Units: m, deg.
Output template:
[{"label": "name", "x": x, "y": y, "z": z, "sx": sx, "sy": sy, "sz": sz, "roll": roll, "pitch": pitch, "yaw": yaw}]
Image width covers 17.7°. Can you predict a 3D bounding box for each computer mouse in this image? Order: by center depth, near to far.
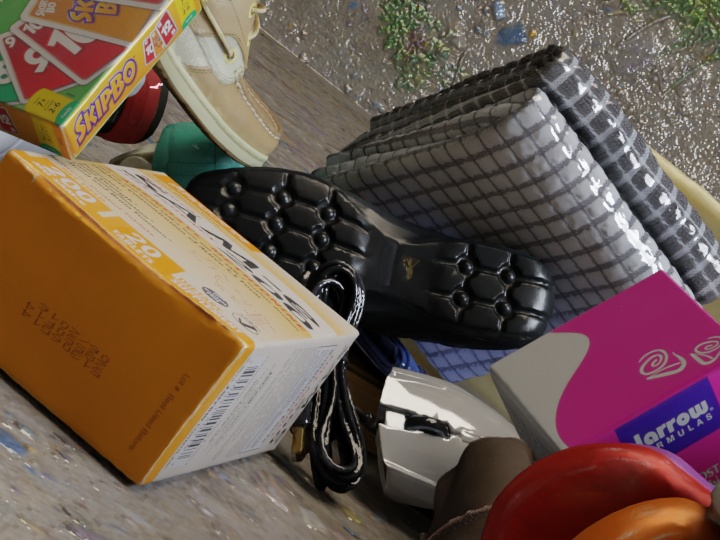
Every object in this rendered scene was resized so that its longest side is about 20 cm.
[{"label": "computer mouse", "x": 0.037, "y": 0.082, "z": 1.140, "sx": 0.200, "sy": 0.044, "sz": 0.110, "roll": 34, "pitch": 47, "yaw": -43}]

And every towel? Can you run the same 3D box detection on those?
[{"label": "towel", "x": 0.084, "y": -0.026, "z": 1.254, "sx": 0.200, "sy": 0.086, "sz": 0.166, "roll": -15, "pitch": -59, "yaw": 51}, {"label": "towel", "x": 0.051, "y": 0.080, "z": 1.283, "sx": 0.200, "sy": 0.024, "sz": 0.145, "roll": 48, "pitch": 1, "yaw": -32}]

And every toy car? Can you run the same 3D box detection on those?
[{"label": "toy car", "x": 0.116, "y": 0.130, "z": 0.871, "sx": 0.150, "sy": 0.175, "sz": 0.200, "roll": 39, "pitch": 8, "yaw": 19}]

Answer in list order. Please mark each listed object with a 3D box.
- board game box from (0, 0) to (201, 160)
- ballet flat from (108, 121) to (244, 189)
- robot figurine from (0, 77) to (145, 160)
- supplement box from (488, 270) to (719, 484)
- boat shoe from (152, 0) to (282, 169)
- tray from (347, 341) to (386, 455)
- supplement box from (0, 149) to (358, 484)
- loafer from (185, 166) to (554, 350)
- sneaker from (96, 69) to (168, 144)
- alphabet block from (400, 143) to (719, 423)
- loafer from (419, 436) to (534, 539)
[{"label": "board game box", "x": -0.175, "y": -0.117, "z": 0.981, "sx": 0.199, "sy": 0.096, "sz": 0.030, "roll": 21, "pitch": -33, "yaw": 26}, {"label": "ballet flat", "x": -0.107, "y": -0.052, "z": 1.296, "sx": 0.070, "sy": 0.068, "sz": 0.200, "roll": 4, "pitch": -5, "yaw": -13}, {"label": "robot figurine", "x": -0.185, "y": -0.104, "z": 1.094, "sx": 0.169, "sy": 0.114, "sz": 0.200, "roll": 4, "pitch": 3, "yaw": 9}, {"label": "supplement box", "x": 0.154, "y": 0.118, "z": 1.111, "sx": 0.201, "sy": 0.101, "sz": 0.103, "roll": 63, "pitch": -5, "yaw": -27}, {"label": "boat shoe", "x": -0.082, "y": -0.128, "z": 1.130, "sx": 0.074, "sy": 0.066, "sz": 0.200, "roll": 53, "pitch": 0, "yaw": 44}, {"label": "tray", "x": -0.069, "y": 0.020, "z": 1.203, "sx": 0.200, "sy": 0.037, "sz": 0.099, "roll": 34, "pitch": 9, "yaw": -36}, {"label": "supplement box", "x": -0.087, "y": 0.017, "z": 0.977, "sx": 0.126, "sy": 0.074, "sz": 0.200, "roll": 39, "pitch": 7, "yaw": 9}, {"label": "loafer", "x": 0.000, "y": 0.000, "z": 1.188, "sx": 0.200, "sy": 0.068, "sz": 0.070, "roll": 17, "pitch": -17, "yaw": -9}, {"label": "sneaker", "x": -0.198, "y": -0.128, "z": 1.335, "sx": 0.098, "sy": 0.071, "sz": 0.200, "roll": 5, "pitch": 16, "yaw": -42}, {"label": "alphabet block", "x": 0.156, "y": 0.039, "z": 1.452, "sx": 0.200, "sy": 0.197, "sz": 0.195, "roll": 40, "pitch": 1, "yaw": 18}, {"label": "loafer", "x": 0.053, "y": 0.112, "z": 1.024, "sx": 0.200, "sy": 0.073, "sz": 0.071, "roll": 51, "pitch": 19, "yaw": -83}]
